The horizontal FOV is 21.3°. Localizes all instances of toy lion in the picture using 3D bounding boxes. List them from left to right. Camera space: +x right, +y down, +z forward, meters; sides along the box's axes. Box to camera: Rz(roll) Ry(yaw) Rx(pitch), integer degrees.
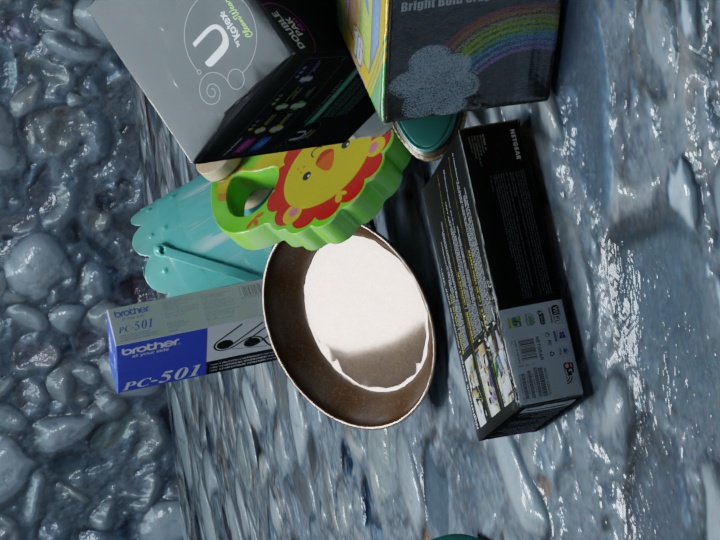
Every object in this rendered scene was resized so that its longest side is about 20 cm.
[{"bbox_3d":[-0.046,-0.085,1.693,0.069,0.199,0.193,42,-157,-36],"label":"toy lion"}]

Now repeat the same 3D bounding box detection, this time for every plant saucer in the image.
[{"bbox_3d":[-0.003,0.043,1.718,0.199,0.037,0.202,16,117,34],"label":"plant saucer"}]

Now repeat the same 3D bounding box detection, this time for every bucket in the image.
[{"bbox_3d":[-0.132,-0.017,2.036,0.208,0.134,0.208,51,-161,-24],"label":"bucket"}]

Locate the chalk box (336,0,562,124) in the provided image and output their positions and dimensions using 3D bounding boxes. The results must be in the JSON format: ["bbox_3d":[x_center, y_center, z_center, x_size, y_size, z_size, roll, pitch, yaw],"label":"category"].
[{"bbox_3d":[0.058,-0.216,1.233,0.124,0.123,0.201,-112,19,-45],"label":"chalk box"}]

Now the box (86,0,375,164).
[{"bbox_3d":[-0.066,-0.177,1.390,0.124,0.199,0.149,-44,73,31],"label":"box"}]

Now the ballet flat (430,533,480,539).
[{"bbox_3d":[0.093,0.263,1.561,0.200,0.067,0.069,180,72,-78],"label":"ballet flat"}]

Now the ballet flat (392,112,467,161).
[{"bbox_3d":[0.048,-0.169,1.492,0.065,0.070,0.202,43,-147,-64],"label":"ballet flat"}]

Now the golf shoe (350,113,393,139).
[{"bbox_3d":[0.006,-0.206,1.604,0.075,0.091,0.202,-162,87,-69],"label":"golf shoe"}]

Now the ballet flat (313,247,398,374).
[{"bbox_3d":[0.000,0.000,1.768,0.201,0.069,0.069,59,164,6],"label":"ballet flat"}]

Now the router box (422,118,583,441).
[{"bbox_3d":[0.099,0.011,1.375,0.149,0.051,0.202,121,138,-74],"label":"router box"}]

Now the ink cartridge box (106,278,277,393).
[{"bbox_3d":[-0.143,0.059,1.849,0.094,0.198,0.045,100,156,-57],"label":"ink cartridge box"}]

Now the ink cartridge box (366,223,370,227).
[{"bbox_3d":[-0.023,0.001,1.884,0.116,0.066,0.201,98,159,-54],"label":"ink cartridge box"}]
